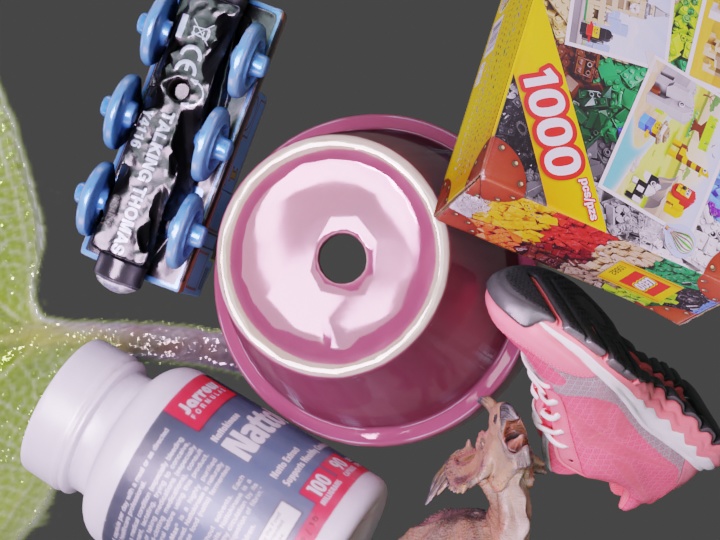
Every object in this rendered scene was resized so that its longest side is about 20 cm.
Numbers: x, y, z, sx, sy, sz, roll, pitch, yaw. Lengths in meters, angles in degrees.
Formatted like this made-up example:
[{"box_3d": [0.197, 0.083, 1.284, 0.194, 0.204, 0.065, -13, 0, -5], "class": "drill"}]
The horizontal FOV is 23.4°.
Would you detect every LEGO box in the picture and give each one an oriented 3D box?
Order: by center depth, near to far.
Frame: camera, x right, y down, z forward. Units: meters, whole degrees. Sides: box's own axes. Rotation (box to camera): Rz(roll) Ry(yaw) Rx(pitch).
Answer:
[{"box_3d": [0.141, -0.096, 0.906, 0.148, 0.077, 0.202, 22, 70, -10], "class": "LEGO box"}]

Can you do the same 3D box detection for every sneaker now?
[{"box_3d": [0.126, 0.077, 0.975, 0.087, 0.074, 0.200, -43, 123, 14], "class": "sneaker"}]

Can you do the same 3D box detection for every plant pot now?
[{"box_3d": [0.000, 0.000, 0.993, 0.197, 0.179, 0.203, -1, 84, 11], "class": "plant pot"}]

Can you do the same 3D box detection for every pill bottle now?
[{"box_3d": [-0.095, 0.128, 1.027, 0.199, 0.120, 0.120, 29, 90, 11], "class": "pill bottle"}]

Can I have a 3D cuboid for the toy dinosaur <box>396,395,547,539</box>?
[{"box_3d": [0.054, 0.168, 1.017, 0.199, 0.085, 0.137, -35, 67, 29], "class": "toy dinosaur"}]

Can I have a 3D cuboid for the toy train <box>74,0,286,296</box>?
[{"box_3d": [-0.108, -0.081, 1.052, 0.086, 0.114, 0.202, 20, 89, 8], "class": "toy train"}]
